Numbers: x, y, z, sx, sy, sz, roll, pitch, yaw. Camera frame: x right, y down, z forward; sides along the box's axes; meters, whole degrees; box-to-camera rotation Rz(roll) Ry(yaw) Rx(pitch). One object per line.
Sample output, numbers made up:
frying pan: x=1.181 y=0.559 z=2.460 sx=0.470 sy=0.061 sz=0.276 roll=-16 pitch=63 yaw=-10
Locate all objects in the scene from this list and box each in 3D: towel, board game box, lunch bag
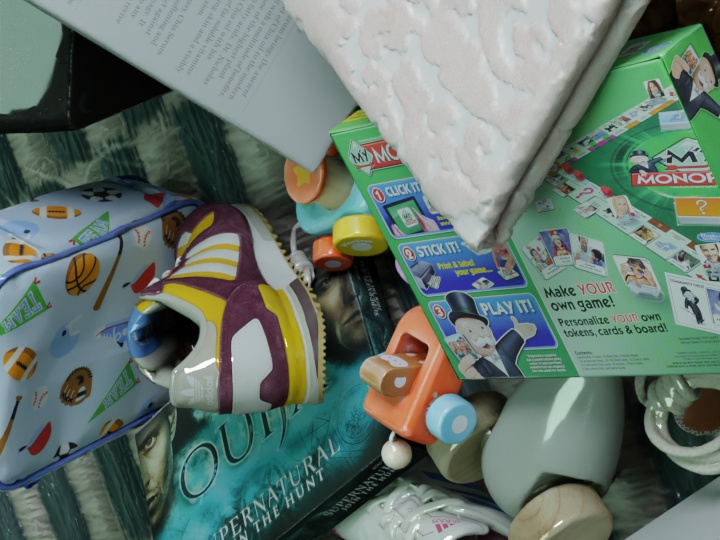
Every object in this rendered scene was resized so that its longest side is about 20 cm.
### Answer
towel: x=0.031 y=-0.140 z=0.638 sx=0.200 sy=0.032 sz=0.191 roll=56 pitch=137 yaw=29
board game box: x=0.084 y=-0.018 z=0.688 sx=0.200 sy=0.029 sz=0.135 roll=-6 pitch=116 yaw=53
board game box: x=-0.051 y=0.095 z=0.939 sx=0.200 sy=0.028 sz=0.135 roll=-42 pitch=46 yaw=30
lunch bag: x=-0.172 y=0.037 z=0.982 sx=0.075 sy=0.200 sz=0.161 roll=22 pitch=119 yaw=32

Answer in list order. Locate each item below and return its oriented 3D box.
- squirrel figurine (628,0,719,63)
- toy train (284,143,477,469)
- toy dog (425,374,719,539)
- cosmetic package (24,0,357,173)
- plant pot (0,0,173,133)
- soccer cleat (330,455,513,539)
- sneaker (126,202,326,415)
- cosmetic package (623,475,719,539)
squirrel figurine: x=0.190 y=-0.056 z=0.668 sx=0.200 sy=0.141 sz=0.187 roll=42 pitch=141 yaw=22
toy train: x=0.000 y=0.000 z=0.850 sx=0.200 sy=0.056 sz=0.150 roll=37 pitch=104 yaw=51
toy dog: x=0.123 y=0.059 z=0.799 sx=0.200 sy=0.096 sz=0.132 roll=-39 pitch=63 yaw=40
cosmetic package: x=-0.085 y=-0.142 z=0.816 sx=0.102 sy=0.200 sz=0.071 roll=-59 pitch=29 yaw=1
plant pot: x=-0.186 y=-0.179 z=0.932 sx=0.177 sy=0.200 sz=0.200 roll=20 pitch=118 yaw=25
soccer cleat: x=0.036 y=0.131 z=0.893 sx=0.200 sy=0.086 sz=0.070 roll=28 pitch=83 yaw=28
sneaker: x=-0.086 y=0.015 z=0.894 sx=0.200 sy=0.090 sz=0.075 roll=-138 pitch=45 yaw=-62
cosmetic package: x=0.169 y=0.154 z=0.737 sx=0.090 sy=0.107 sz=0.200 roll=41 pitch=126 yaw=-14
